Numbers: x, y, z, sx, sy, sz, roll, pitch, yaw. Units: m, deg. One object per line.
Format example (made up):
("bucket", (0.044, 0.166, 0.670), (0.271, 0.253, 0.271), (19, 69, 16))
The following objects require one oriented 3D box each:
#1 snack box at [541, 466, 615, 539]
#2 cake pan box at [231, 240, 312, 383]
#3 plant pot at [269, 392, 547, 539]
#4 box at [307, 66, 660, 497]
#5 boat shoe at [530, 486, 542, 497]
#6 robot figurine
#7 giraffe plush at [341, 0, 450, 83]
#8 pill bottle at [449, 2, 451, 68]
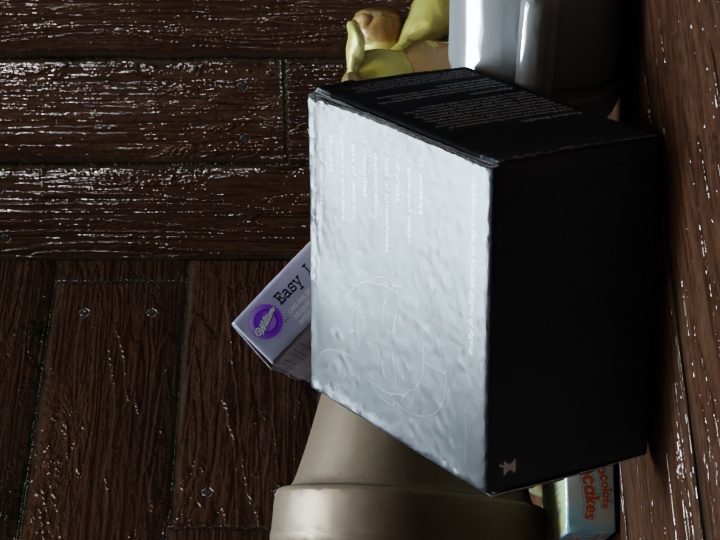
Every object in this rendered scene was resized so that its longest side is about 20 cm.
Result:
("snack box", (0.151, 0.135, 1.604), (0.200, 0.037, 0.116), (87, -179, -79))
("cake pan box", (0.000, 0.000, 1.693), (0.052, 0.184, 0.200), (46, -177, 11))
("plant pot", (0.041, 0.121, 1.638), (0.200, 0.200, 0.175), (89, -174, -79))
("box", (0.069, 0.000, 1.355), (0.197, 0.124, 0.200), (29, 124, 55))
("boat shoe", (0.143, 0.142, 1.803), (0.200, 0.072, 0.076), (-25, -78, -77))
("robot figurine", (0.113, -0.164, 1.453), (0.170, 0.113, 0.200), (-71, -18, -64))
("giraffe plush", (0.038, -0.151, 1.894), (0.173, 0.200, 0.162), (48, -172, 7))
("pill bottle", (0.117, -0.116, 1.652), (0.106, 0.106, 0.200), (89, -179, -69))
